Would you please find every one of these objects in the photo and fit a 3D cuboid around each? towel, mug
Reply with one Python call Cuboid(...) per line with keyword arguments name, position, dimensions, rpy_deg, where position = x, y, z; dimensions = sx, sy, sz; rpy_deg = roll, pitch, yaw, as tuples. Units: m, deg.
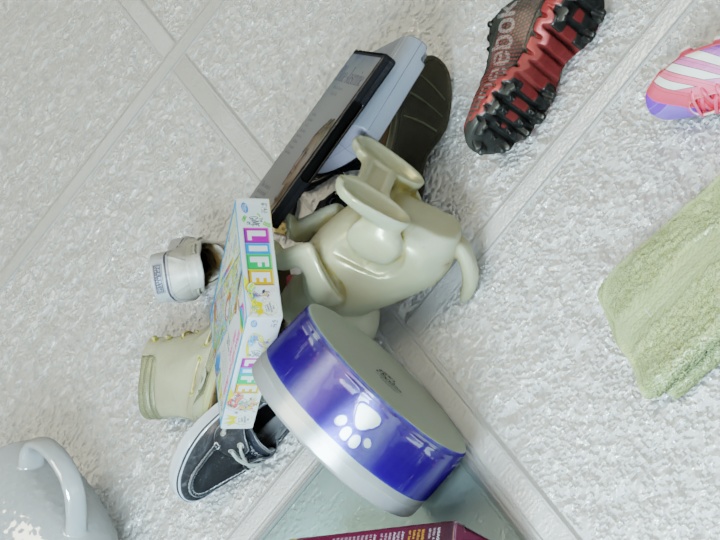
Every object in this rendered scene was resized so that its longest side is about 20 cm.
Cuboid(name="towel", position=(0.293, 0.004, 1.537), dimensions=(0.200, 0.036, 0.149), rpy_deg=(-43, 43, 19))
Cuboid(name="mug", position=(-0.328, 0.268, 1.904), dimensions=(0.175, 0.146, 0.202), rpy_deg=(41, 132, 41))

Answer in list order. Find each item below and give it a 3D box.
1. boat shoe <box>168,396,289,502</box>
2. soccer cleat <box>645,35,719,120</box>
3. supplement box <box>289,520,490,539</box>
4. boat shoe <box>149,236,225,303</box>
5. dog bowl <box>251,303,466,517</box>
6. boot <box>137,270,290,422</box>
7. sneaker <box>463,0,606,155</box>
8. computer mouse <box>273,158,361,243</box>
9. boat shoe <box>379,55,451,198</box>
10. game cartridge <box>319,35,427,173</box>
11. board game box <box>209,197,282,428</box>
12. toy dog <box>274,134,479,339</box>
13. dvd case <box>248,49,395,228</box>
Cuboid(name="boat shoe", position=(-0.114, 0.167, 1.835), dimensions=(0.200, 0.072, 0.068), rpy_deg=(-45, 39, 5))
Cuboid(name="soccer cleat", position=(0.337, -0.167, 1.584), dimensions=(0.199, 0.066, 0.077), rpy_deg=(-22, 56, 32))
Cuboid(name="supplement box", position=(0.036, 0.282, 1.570), dimensions=(0.199, 0.110, 0.087), rpy_deg=(-13, 57, 41))
Cuboid(name="boat shoe", position=(-0.175, -0.004, 1.955), dimensions=(0.069, 0.200, 0.072), rpy_deg=(-10, 91, 6))
Cuboid(name="dog bowl", position=(0.000, 0.125, 1.637), dimensions=(0.079, 0.200, 0.200), rpy_deg=(-47, 41, 8))
Cuboid(name="boot", position=(-0.160, 0.071, 1.941), dimensions=(0.154, 0.072, 0.202), rpy_deg=(0, 67, 49))
Cuboid(name="sneaker", position=(0.156, -0.205, 1.787), dimensions=(0.098, 0.071, 0.202), rpy_deg=(30, 87, 50))
Cuboid(name="computer mouse", position=(-0.050, -0.046, 1.916), dimensions=(0.139, 0.046, 0.202), rpy_deg=(-12, 58, 40))
Cuboid(name="boat shoe", position=(0.035, -0.130, 1.862), dimensions=(0.068, 0.072, 0.202), rpy_deg=(-10, 53, 49))
Cuboid(name="game cartridge", position=(-0.008, -0.165, 1.869), dimensions=(0.134, 0.040, 0.200), rpy_deg=(-63, 17, -16))
Cuboid(name="board game box", position=(-0.112, 0.044, 1.745), dimensions=(0.201, 0.034, 0.136), rpy_deg=(109, 158, -54))
Cuboid(name="toy dog", position=(0.000, 0.000, 1.767), dimensions=(0.201, 0.193, 0.140), rpy_deg=(-53, 17, 27))
Cuboid(name="dvd case", position=(-0.043, -0.134, 1.806), dimensions=(0.201, 0.017, 0.143), rpy_deg=(-54, 14, -1))
